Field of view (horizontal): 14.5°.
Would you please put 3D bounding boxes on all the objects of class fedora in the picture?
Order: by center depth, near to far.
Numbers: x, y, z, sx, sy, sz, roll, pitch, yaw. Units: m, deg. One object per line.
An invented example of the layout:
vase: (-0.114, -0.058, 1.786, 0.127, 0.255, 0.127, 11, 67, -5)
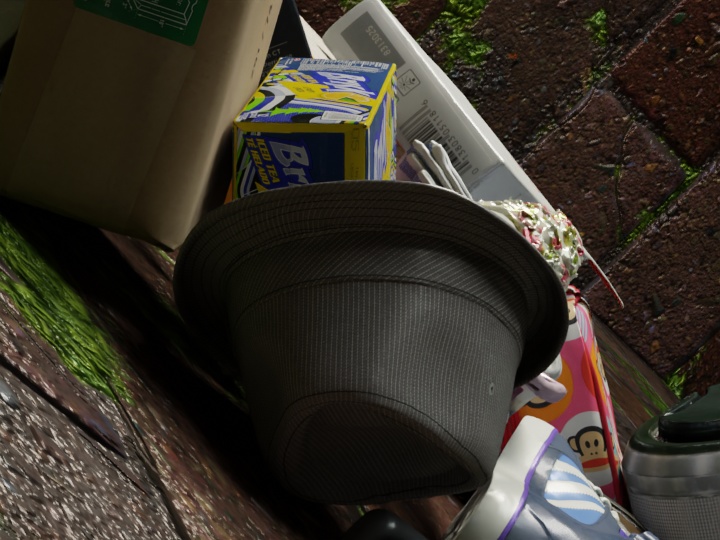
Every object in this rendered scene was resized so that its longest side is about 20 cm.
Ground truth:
fedora: (0.005, 0.047, 1.259, 0.200, 0.175, 0.091, 71, 18, -62)

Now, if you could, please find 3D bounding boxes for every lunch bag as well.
lunch bag: (0.120, 0.077, 1.758, 0.200, 0.081, 0.178, 5, 75, -85)

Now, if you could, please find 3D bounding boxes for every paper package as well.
paper package: (-0.093, -0.123, 1.316, 0.103, 0.201, 0.191, 17, 7, 0)

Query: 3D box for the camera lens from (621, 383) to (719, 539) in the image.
camera lens: (0.246, 0.170, 1.669, 0.160, 0.159, 0.202, -88, 165, -82)

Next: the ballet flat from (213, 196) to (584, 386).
ballet flat: (0.022, 0.007, 1.379, 0.064, 0.199, 0.076, 97, -31, -59)

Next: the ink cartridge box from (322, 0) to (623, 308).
ink cartridge box: (0.069, -0.059, 1.705, 0.163, 0.050, 0.200, 55, 4, 36)

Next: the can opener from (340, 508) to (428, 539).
can opener: (0.072, 0.157, 1.296, 0.200, 0.067, 0.053, 41, 7, -43)

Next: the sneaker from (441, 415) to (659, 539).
sneaker: (0.120, 0.156, 1.477, 0.146, 0.081, 0.200, 34, 12, 3)

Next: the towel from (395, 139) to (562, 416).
towel: (0.037, 0.023, 1.563, 0.148, 0.024, 0.200, 60, -26, 7)

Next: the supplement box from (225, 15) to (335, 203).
supplement box: (-0.068, -0.088, 1.677, 0.074, 0.126, 0.200, 44, 7, -15)

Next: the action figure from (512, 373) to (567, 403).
action figure: (0.000, 0.000, 1.471, 0.134, 0.148, 0.201, 44, 25, -48)

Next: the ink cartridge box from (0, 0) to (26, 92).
ink cartridge box: (-0.205, -0.146, 1.384, 0.115, 0.068, 0.200, 46, 5, -3)

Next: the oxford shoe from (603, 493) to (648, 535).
oxford shoe: (0.143, 0.185, 1.587, 0.200, 0.073, 0.084, 48, 8, 15)

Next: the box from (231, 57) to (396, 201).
box: (-0.020, -0.054, 1.358, 0.064, 0.071, 0.200, 1, 12, 5)

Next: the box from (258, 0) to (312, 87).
box: (-0.110, -0.184, 1.501, 0.149, 0.106, 0.201, -122, -168, -63)
